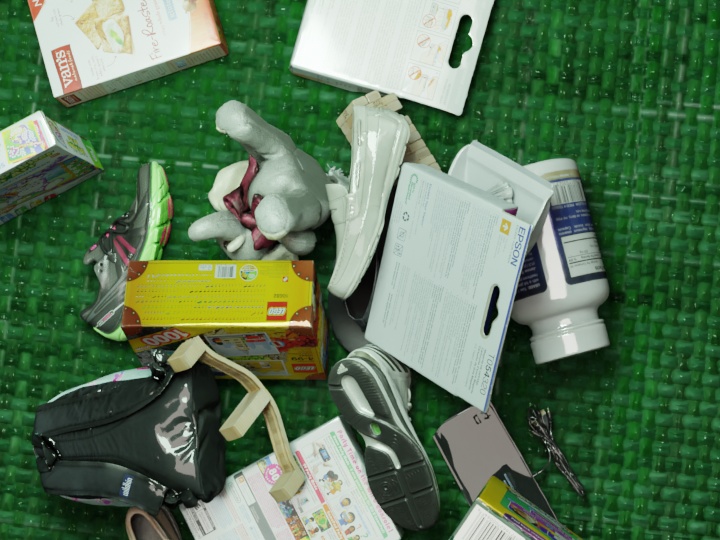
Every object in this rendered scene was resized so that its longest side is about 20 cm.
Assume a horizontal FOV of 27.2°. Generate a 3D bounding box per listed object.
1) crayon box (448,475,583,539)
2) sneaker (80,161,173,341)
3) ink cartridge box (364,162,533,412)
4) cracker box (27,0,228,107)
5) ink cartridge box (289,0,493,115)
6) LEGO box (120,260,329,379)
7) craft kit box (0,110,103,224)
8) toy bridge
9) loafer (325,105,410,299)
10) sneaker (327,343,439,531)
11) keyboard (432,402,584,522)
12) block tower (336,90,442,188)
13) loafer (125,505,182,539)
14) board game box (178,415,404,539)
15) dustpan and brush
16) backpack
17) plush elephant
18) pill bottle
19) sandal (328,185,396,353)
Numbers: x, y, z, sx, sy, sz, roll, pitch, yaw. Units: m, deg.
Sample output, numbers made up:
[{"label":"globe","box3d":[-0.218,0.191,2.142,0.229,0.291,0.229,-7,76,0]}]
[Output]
[{"label":"crayon box","box3d":[0.192,0.296,1.501,0.199,0.172,0.059,35,95,9]},{"label":"sneaker","box3d":[-0.260,-0.026,1.638,0.083,0.077,0.202,15,85,2]},{"label":"ink cartridge box","box3d":[0.095,0.014,1.505,0.199,0.043,0.198,29,113,44]},{"label":"cracker box","box3d":[-0.262,-0.280,1.669,0.198,0.058,0.135,-18,83,4]},{"label":"ink cartridge box","box3d":[0.037,-0.273,1.654,0.198,0.050,0.164,16,86,-2]},{"label":"LEGO box","box3d":[-0.139,0.054,1.576,0.198,0.149,0.078,0,65,6]},{"label":"craft kit box","box3d":[-0.392,-0.093,1.594,0.199,0.198,0.049,-28,82,3]},{"label":"toy bridge","box3d":[-0.118,0.148,1.541,0.027,0.067,0.201,-22,111,41]},{"label":"loafer","box3d":[-0.006,-0.072,1.545,0.069,0.070,0.202,16,87,-4]},{"label":"sneaker","box3d":[0.046,0.167,1.578,0.075,0.115,0.202,-21,98,28]},{"label":"keyboard","box3d":[0.175,0.228,1.605,0.126,0.021,0.201,-30,84,8]},{"label":"block tower","box3d":[0.052,-0.098,1.617,0.054,0.058,0.201,-27,83,-27]},{"label":"loafer","box3d":[-0.201,0.342,1.606,0.071,0.063,0.201,-30,83,1]},{"label":"board game box","box3d":[-0.073,0.267,1.601,0.199,0.064,0.149,-28,84,3]},{"label":"dustpan and brush","box3d":[0.119,-0.016,1.539,0.139,0.057,0.202,35,125,45]},{"label":"backpack","box3d":[-0.245,0.183,1.579,0.198,0.126,0.169,-10,75,19]},{"label":"plush elephant","box3d":[-0.112,-0.064,1.597,0.154,0.199,0.166,-36,68,23]},{"label":"pill bottle","box3d":[0.200,-0.008,1.577,0.110,0.111,0.202,-14,84,4]},{"label":"sandal","box3d":[-0.001,0.000,1.604,0.075,0.043,0.202,5,104,16]}]
